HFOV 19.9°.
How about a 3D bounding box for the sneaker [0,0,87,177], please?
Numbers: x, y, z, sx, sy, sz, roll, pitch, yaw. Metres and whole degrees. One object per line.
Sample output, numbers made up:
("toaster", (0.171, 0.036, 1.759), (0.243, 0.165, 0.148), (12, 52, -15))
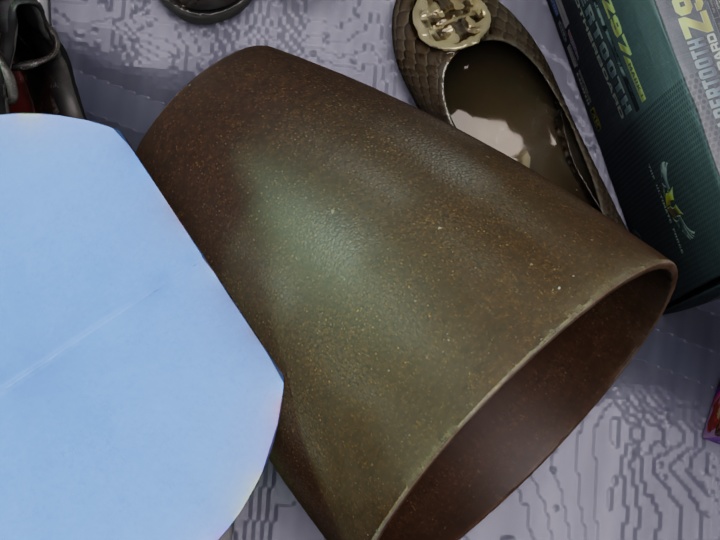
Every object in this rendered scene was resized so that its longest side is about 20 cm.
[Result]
("sneaker", (-0.160, -0.115, 0.827), (0.077, 0.082, 0.200), (-42, 108, -41))

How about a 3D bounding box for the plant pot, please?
("plant pot", (0.000, 0.000, 0.883), (0.187, 0.187, 0.200), (-42, 73, -10))

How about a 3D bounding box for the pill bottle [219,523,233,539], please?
("pill bottle", (-0.155, 0.103, 0.872), (0.200, 0.111, 0.111), (3, 81, -5))

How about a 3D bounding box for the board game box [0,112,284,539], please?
("board game box", (-0.129, 0.037, 0.815), (0.158, 0.039, 0.200), (-34, 93, -7))

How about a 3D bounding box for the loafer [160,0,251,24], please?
("loafer", (-0.103, -0.211, 0.948), (0.072, 0.063, 0.200), (-28, 86, -8))

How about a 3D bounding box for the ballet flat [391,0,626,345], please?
("ballet flat", (0.077, -0.053, 0.951), (0.067, 0.046, 0.200), (-26, 85, -9))

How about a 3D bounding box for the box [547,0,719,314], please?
("box", (0.138, -0.088, 0.907), (0.051, 0.158, 0.200), (-19, 85, -8))

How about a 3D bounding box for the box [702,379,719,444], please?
("box", (0.212, 0.009, 0.877), (0.039, 0.200, 0.137), (20, 80, -5))

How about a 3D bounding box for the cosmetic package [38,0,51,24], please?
("cosmetic package", (-0.189, -0.123, 0.923), (0.102, 0.074, 0.200), (-2, 84, -7))
